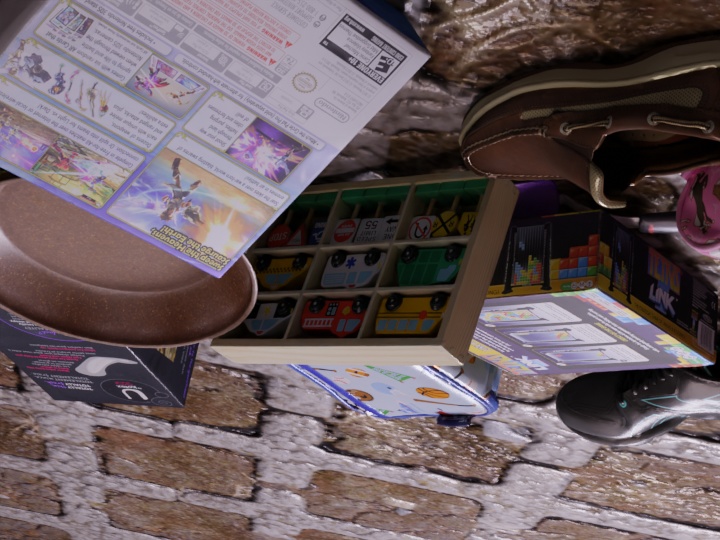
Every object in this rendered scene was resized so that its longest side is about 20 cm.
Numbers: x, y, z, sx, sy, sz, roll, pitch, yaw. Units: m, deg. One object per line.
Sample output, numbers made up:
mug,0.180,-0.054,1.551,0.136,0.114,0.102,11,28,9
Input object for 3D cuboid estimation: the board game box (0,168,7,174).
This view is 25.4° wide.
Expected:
board game box,-0.207,-0.090,1.019,0.199,0.057,0.165,-4,151,30

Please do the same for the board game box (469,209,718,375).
board game box,0.133,0.020,1.100,0.165,0.057,0.200,-4,161,33

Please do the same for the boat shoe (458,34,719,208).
boat shoe,0.134,-0.073,0.902,0.202,0.075,0.075,-14,146,44

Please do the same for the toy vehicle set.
toy vehicle set,0.000,0.000,1.034,0.199,0.125,0.026,-3,148,41

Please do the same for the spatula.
spatula,0.165,-0.036,1.036,0.199,0.021,0.057,5,151,13

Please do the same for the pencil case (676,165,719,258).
pencil case,0.285,-0.017,0.950,0.199,0.083,0.086,21,163,-22

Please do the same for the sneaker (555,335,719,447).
sneaker,0.240,0.082,1.223,0.199,0.076,0.079,-9,136,25

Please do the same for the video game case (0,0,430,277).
video game case,-0.093,-0.105,0.843,0.181,0.046,0.200,-45,133,17

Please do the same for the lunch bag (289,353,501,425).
lunch bag,0.011,0.056,1.225,0.160,0.076,0.200,-5,150,36

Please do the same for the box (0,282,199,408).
box,-0.209,0.018,1.211,0.122,0.107,0.200,3,154,17

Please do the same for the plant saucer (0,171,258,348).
plant saucer,-0.162,-0.015,1.016,0.199,0.037,0.201,5,149,3
